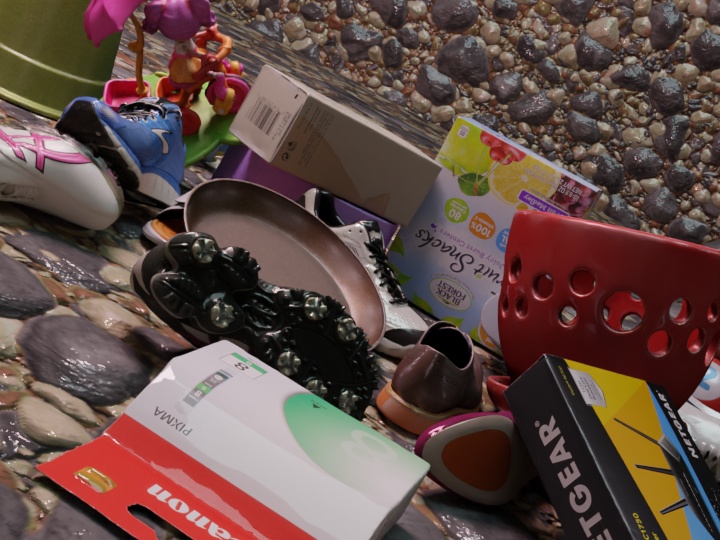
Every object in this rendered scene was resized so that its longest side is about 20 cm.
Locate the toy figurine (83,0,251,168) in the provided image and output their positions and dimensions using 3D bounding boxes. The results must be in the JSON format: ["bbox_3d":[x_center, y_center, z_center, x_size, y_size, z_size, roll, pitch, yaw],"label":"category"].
[{"bbox_3d":[-0.188,-0.210,1.127,0.199,0.184,0.151,-3,50,1],"label":"toy figurine"}]

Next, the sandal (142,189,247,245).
[{"bbox_3d":[-0.130,-0.048,1.066,0.079,0.059,0.207,29,13,11],"label":"sandal"}]

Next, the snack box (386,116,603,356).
[{"bbox_3d":[0.135,-0.037,1.234,0.168,0.200,0.068,30,14,14],"label":"snack box"}]

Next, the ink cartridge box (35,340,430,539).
[{"bbox_3d":[-0.061,0.110,0.654,0.161,0.050,0.200,31,12,12],"label":"ink cartridge box"}]

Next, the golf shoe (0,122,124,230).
[{"bbox_3d":[-0.284,-0.080,0.907,0.200,0.073,0.092,30,45,-11],"label":"golf shoe"}]

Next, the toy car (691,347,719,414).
[{"bbox_3d":[0.400,0.089,1.268,0.184,0.200,0.177,32,9,21],"label":"toy car"}]

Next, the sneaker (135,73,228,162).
[{"bbox_3d":[-0.205,-0.167,1.323,0.130,0.080,0.200,24,15,-8],"label":"sneaker"}]

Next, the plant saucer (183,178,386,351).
[{"bbox_3d":[-0.067,0.004,0.968,0.200,0.032,0.200,31,28,-18],"label":"plant saucer"}]

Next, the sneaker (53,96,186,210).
[{"bbox_3d":[-0.204,-0.117,1.008,0.078,0.089,0.200,12,-8,11],"label":"sneaker"}]

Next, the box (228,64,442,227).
[{"bbox_3d":[-0.022,-0.123,1.173,0.200,0.078,0.095,23,11,-41],"label":"box"}]

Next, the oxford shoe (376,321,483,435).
[{"bbox_3d":[0.076,0.080,0.963,0.071,0.073,0.200,29,13,10],"label":"oxford shoe"}]

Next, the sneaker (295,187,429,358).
[{"bbox_3d":[0.000,0.000,1.069,0.200,0.088,0.076,40,15,20],"label":"sneaker"}]

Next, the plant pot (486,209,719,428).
[{"bbox_3d":[0.213,0.054,1.009,0.200,0.183,0.200,12,0,0],"label":"plant pot"}]

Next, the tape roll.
[{"bbox_3d":[-0.059,-0.073,1.243,0.200,0.066,0.200,30,8,-4],"label":"tape roll"}]

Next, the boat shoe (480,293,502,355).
[{"bbox_3d":[0.202,0.099,1.146,0.200,0.074,0.065,47,-5,21],"label":"boat shoe"}]

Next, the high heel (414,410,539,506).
[{"bbox_3d":[0.091,0.133,0.869,0.200,0.068,0.096,16,-2,-42],"label":"high heel"}]

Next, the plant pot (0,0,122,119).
[{"bbox_3d":[-0.335,-0.289,1.282,0.200,0.190,0.200,25,13,-6],"label":"plant pot"}]

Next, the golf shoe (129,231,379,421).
[{"bbox_3d":[-0.072,0.040,0.821,0.200,0.077,0.088,39,-24,-25],"label":"golf shoe"}]

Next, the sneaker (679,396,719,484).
[{"bbox_3d":[0.347,0.180,1.154,0.200,0.077,0.080,26,24,12],"label":"sneaker"}]

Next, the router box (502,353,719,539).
[{"bbox_3d":[0.197,0.162,0.807,0.149,0.051,0.200,16,40,-40],"label":"router box"}]
